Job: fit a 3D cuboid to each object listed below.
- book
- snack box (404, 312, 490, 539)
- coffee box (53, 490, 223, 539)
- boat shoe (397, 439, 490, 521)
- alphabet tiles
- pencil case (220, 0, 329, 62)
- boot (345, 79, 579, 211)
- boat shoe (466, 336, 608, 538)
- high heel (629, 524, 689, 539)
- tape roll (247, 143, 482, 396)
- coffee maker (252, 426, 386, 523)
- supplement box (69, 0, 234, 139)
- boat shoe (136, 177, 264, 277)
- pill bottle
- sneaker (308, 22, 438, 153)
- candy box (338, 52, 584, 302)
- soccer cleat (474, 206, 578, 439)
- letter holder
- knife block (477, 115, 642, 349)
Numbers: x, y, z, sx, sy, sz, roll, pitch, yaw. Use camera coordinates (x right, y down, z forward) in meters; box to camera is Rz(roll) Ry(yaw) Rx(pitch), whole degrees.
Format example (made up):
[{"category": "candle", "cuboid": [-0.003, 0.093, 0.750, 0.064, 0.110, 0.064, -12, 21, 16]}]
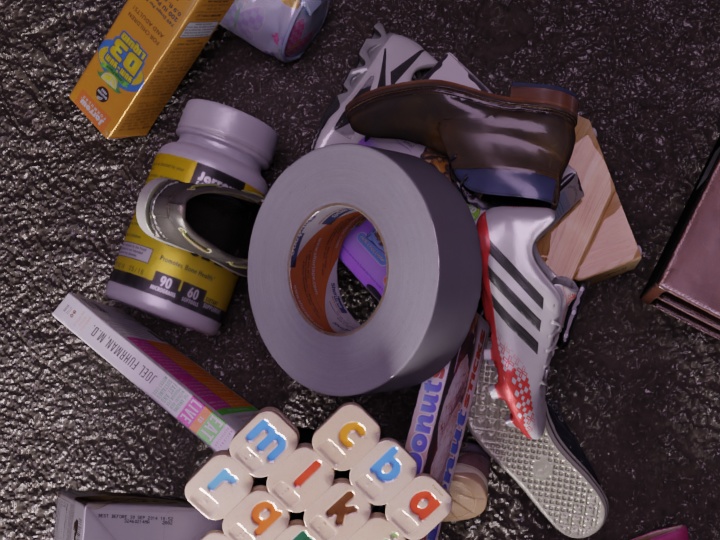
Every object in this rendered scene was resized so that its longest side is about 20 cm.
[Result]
[{"category": "book", "cuboid": [-0.177, 0.097, 1.028, 0.199, 0.134, 0.048, 38, 87, 12]}, {"category": "snack box", "cuboid": [0.065, 0.129, 0.936, 0.024, 0.072, 0.202, 9, 75, 26]}, {"category": "coffee box", "cuboid": [-0.196, 0.234, 0.959, 0.112, 0.200, 0.081, 7, 80, -19]}, {"category": "boat shoe", "cuboid": [0.025, 0.187, 1.022, 0.198, 0.065, 0.073, -6, 117, 24]}, {"category": "alphabet tiles", "cuboid": [-0.035, 0.203, 0.868, 0.196, 0.015, 0.200, -44, 99, 8]}, {"category": "pencil case", "cuboid": [-0.126, -0.290, 1.112, 0.199, 0.091, 0.083, 35, 45, 10]}, {"category": "boot", "cuboid": [0.079, -0.100, 0.932, 0.198, 0.075, 0.098, 1, 73, 16]}, {"category": "boat shoe", "cuboid": [0.149, 0.146, 1.002, 0.074, 0.062, 0.201, -37, 88, 11]}, {"category": "high heel", "cuboid": [0.187, 0.250, 0.982, 0.198, 0.067, 0.097, 13, 92, 4]}, {"category": "tape roll", "cuboid": [0.000, 0.000, 0.917, 0.199, 0.066, 0.203, -2, 87, 39]}, {"category": "coffee maker", "cuboid": [-0.064, 0.247, 0.954, 0.190, 0.135, 0.202, -1, 106, -2]}, {"category": "supplement box", "cuboid": [-0.197, -0.220, 1.078, 0.067, 0.069, 0.200, 44, 119, 10]}, {"category": "boat shoe", "cuboid": [-0.101, -0.033, 0.993, 0.060, 0.201, 0.073, 9, 85, 45]}, {"category": "pill bottle", "cuboid": [-0.154, -0.050, 1.061, 0.113, 0.114, 0.202, 18, 83, 10]}, {"category": "sneaker", "cuboid": [0.012, -0.135, 1.073, 0.088, 0.074, 0.201, 26, 82, 8]}, {"category": "candy box", "cuboid": [0.070, -0.062, 1.004, 0.200, 0.072, 0.168, -44, 68, 4]}, {"category": "soccer cleat", "cuboid": [0.141, 0.044, 0.921, 0.084, 0.069, 0.202, -10, 102, 15]}, {"category": "letter holder", "cuboid": [0.361, -0.036, 0.999, 0.141, 0.101, 0.201, 27, 85, 9]}, {"category": "knife block", "cuboid": [0.160, -0.022, 1.039, 0.174, 0.064, 0.202, -19, 79, 3]}]
